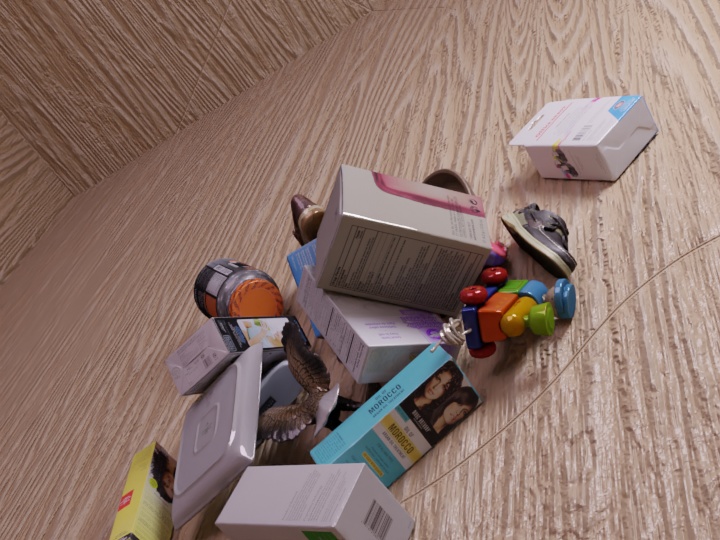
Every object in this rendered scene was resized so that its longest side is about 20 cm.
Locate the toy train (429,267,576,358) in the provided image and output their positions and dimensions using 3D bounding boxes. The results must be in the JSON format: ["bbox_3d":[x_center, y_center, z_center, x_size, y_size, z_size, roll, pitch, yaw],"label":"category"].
[{"bbox_3d":[0.173,0.061,1.019,0.115,0.086,0.200,-3,17,31],"label":"toy train"}]

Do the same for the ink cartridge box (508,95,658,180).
[{"bbox_3d":[0.333,-0.200,1.322,0.115,0.068,0.199,-45,26,-16],"label":"ink cartridge box"}]

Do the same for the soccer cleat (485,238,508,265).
[{"bbox_3d":[0.152,-0.030,1.293,0.077,0.066,0.200,-58,26,3],"label":"soccer cleat"}]

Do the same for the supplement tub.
[{"bbox_3d":[-0.219,0.050,1.573,0.122,0.123,0.199,-44,26,-14],"label":"supplement tub"}]

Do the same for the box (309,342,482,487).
[{"bbox_3d":[0.043,0.185,1.029,0.200,0.083,0.049,-41,28,-6],"label":"box"}]

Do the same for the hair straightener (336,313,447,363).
[{"bbox_3d":[0.043,0.087,1.266,0.199,0.041,0.077,-28,25,30],"label":"hair straightener"}]

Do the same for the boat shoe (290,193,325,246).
[{"bbox_3d":[-0.082,-0.069,1.522,0.072,0.200,0.072,-41,65,-7],"label":"boat shoe"}]

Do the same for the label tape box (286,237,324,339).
[{"bbox_3d":[0.000,0.000,1.341,0.198,0.145,0.066,-27,-18,18],"label":"label tape box"}]

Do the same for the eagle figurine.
[{"bbox_3d":[-0.066,0.169,1.127,0.198,0.153,0.152,19,35,26],"label":"eagle figurine"}]

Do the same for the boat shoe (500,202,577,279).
[{"bbox_3d":[0.246,-0.050,1.173,0.065,0.073,0.200,-40,24,5],"label":"boat shoe"}]

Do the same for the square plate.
[{"bbox_3d":[-0.199,0.219,1.178,0.200,0.028,0.200,-44,32,32],"label":"square plate"}]

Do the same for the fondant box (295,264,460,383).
[{"bbox_3d":[0.020,0.065,1.139,0.200,0.143,0.059,49,130,48],"label":"fondant box"}]

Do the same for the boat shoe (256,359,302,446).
[{"bbox_3d":[-0.166,0.207,1.287,0.200,0.074,0.068,-50,18,-10],"label":"boat shoe"}]

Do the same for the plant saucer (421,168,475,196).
[{"bbox_3d":[0.120,-0.046,1.266,0.200,0.029,0.203,157,116,-62],"label":"plant saucer"}]

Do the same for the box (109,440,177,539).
[{"bbox_3d":[-0.303,0.339,1.242,0.050,0.075,0.201,-31,26,15],"label":"box"}]

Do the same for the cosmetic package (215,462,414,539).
[{"bbox_3d":[-0.053,0.279,0.966,0.199,0.108,0.085,-16,32,42],"label":"cosmetic package"}]

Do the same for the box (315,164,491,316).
[{"bbox_3d":[0.051,-0.037,1.122,0.110,0.198,0.129,-91,19,-47],"label":"box"}]

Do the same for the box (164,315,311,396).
[{"bbox_3d":[-0.178,0.124,1.299,0.116,0.061,0.199,-41,-22,25],"label":"box"}]
